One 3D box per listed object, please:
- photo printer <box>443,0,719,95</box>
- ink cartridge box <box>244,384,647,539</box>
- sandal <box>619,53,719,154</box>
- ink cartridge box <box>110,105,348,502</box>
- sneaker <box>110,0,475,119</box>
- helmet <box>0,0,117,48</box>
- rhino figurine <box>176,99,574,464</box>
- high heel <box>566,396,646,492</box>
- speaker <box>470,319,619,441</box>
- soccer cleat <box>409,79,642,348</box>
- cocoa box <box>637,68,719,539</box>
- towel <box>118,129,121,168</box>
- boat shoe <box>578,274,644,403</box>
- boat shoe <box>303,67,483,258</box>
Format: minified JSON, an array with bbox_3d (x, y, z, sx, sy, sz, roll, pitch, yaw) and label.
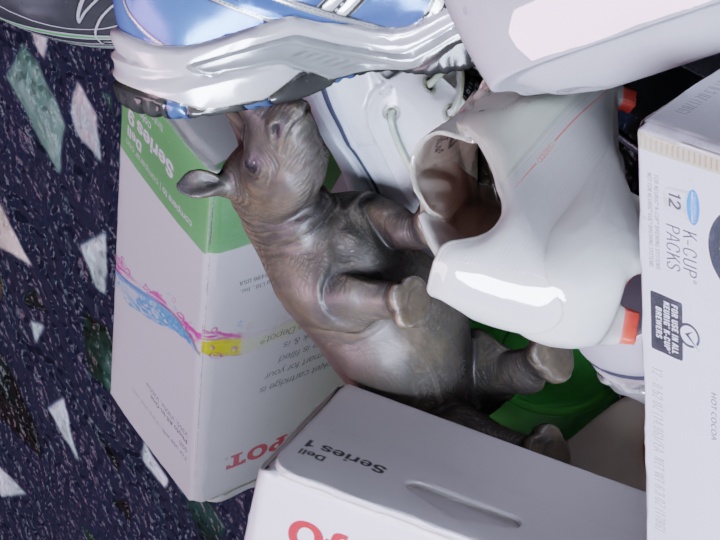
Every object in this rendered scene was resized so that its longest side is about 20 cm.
[{"bbox_3d":[0.099,-0.150,0.780,0.199,0.069,0.168,-16,81,36],"label":"photo printer"},{"bbox_3d":[0.025,0.162,0.934,0.144,0.084,0.201,19,117,14],"label":"ink cartridge box"},{"bbox_3d":[0.120,-0.065,0.927,0.200,0.043,0.076,47,145,30],"label":"sandal"},{"bbox_3d":[-0.027,-0.012,1.100,0.088,0.145,0.201,47,146,36],"label":"ink cartridge box"},{"bbox_3d":[0.008,-0.109,0.869,0.076,0.199,0.078,-144,42,-66],"label":"sneaker"},{"bbox_3d":[-0.090,-0.182,1.004,0.200,0.199,0.192,23,96,50],"label":"helmet"},{"bbox_3d":[0.000,0.000,0.944,0.087,0.060,0.200,-5,132,52],"label":"rhino figurine"},{"bbox_3d":[0.109,0.098,0.997,0.199,0.068,0.096,-6,142,29],"label":"high heel"},{"bbox_3d":[0.049,0.081,1.106,0.089,0.088,0.200,54,149,19],"label":"speaker"},{"bbox_3d":[0.054,-0.043,0.862,0.200,0.077,0.070,-94,19,-59],"label":"soccer cleat"},{"bbox_3d":[0.178,0.031,0.798,0.131,0.133,0.201,22,130,37],"label":"cocoa box"},{"bbox_3d":[-0.078,-0.094,1.252,0.147,0.022,0.201,39,141,38],"label":"towel"},{"bbox_3d":[0.115,0.017,0.926,0.066,0.073,0.200,54,-173,-8],"label":"boat shoe"},{"bbox_3d":[0.022,-0.066,0.966,0.066,0.074,0.201,1,136,27],"label":"boat shoe"}]
